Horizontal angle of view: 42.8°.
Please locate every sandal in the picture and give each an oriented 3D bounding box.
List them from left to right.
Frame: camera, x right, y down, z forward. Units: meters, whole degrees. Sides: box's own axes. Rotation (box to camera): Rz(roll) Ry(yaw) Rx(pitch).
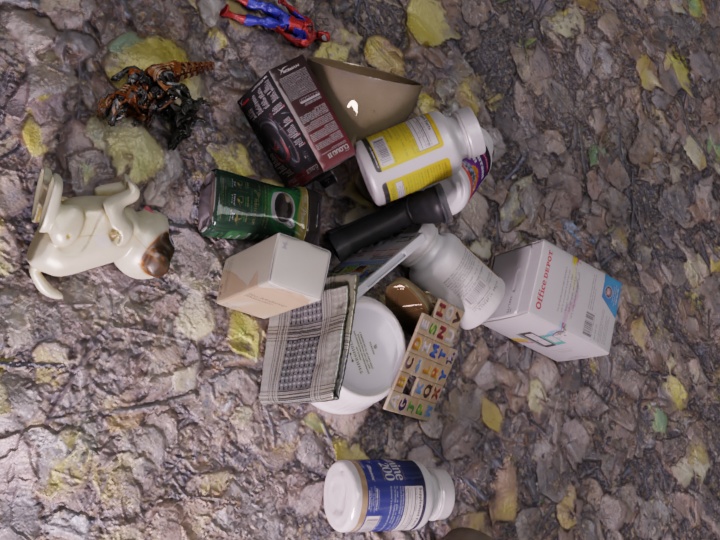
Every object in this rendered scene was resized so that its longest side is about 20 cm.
[{"bbox_3d":[0.079,-0.141,1.639,0.199,0.054,0.081,27,67,-23],"label":"sandal"}]

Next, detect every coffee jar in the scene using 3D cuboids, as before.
[{"bbox_3d":[-0.156,-0.093,1.473,0.198,0.085,0.106,10,72,-27],"label":"coffee jar"}]

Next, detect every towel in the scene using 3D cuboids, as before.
[{"bbox_3d":[-0.084,0.104,1.413,0.034,0.192,0.202,23,68,-36],"label":"towel"}]

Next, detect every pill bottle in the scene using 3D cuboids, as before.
[{"bbox_3d":[0.049,0.362,1.480,0.198,0.111,0.112,7,76,-29],"label":"pill bottle"},{"bbox_3d":[0.097,-0.191,1.491,0.198,0.111,0.112,-22,90,-2],"label":"pill bottle"},{"bbox_3d":[0.150,0.000,1.615,0.200,0.114,0.115,41,62,-17],"label":"pill bottle"},{"bbox_3d":[0.172,-0.188,1.648,0.112,0.111,0.200,52,38,-10],"label":"pill bottle"}]

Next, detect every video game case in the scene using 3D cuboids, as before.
[{"bbox_3d":[0.000,0.000,1.511,0.200,0.143,0.018,-39,111,-30],"label":"video game case"}]

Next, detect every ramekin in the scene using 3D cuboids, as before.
[{"bbox_3d":[-0.013,0.132,1.503,0.200,0.094,0.205,7,76,-29],"label":"ramekin"}]

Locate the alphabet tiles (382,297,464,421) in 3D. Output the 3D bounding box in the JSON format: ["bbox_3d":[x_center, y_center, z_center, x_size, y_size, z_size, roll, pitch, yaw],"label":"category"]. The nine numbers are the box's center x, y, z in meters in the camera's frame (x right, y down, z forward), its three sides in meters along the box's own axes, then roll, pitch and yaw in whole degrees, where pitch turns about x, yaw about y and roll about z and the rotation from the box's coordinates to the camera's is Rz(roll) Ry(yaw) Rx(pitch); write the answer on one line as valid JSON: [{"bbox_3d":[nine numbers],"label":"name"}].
[{"bbox_3d":[0.116,0.150,1.540,0.167,0.007,0.202,27,85,-56],"label":"alphabet tiles"}]

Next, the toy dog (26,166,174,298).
[{"bbox_3d":[-0.363,-0.047,1.315,0.198,0.139,0.196,11,87,-28],"label":"toy dog"}]

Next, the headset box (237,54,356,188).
[{"bbox_3d":[-0.101,-0.225,1.497,0.075,0.148,0.201,-32,95,-28],"label":"headset box"}]

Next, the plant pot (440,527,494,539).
[{"bbox_3d":[0.159,0.521,1.480,0.201,0.199,0.174,52,44,-11],"label":"plant pot"}]

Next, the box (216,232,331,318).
[{"bbox_3d":[-0.135,0.011,1.395,0.094,0.199,0.079,20,70,-25],"label":"box"}]

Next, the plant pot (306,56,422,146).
[{"bbox_3d":[-0.006,-0.273,1.559,0.198,0.200,0.136,3,109,-30],"label":"plant pot"}]

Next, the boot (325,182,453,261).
[{"bbox_3d":[0.043,-0.077,1.498,0.198,0.165,0.066,-20,93,-2],"label":"boot"}]

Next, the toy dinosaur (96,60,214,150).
[{"bbox_3d":[-0.307,-0.277,1.426,0.200,0.102,0.136,-41,84,-9],"label":"toy dinosaur"}]

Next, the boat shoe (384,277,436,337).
[{"bbox_3d":[0.098,0.069,1.574,0.200,0.071,0.065,56,33,-43],"label":"boat shoe"}]

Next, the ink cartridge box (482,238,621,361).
[{"bbox_3d":[0.352,0.060,1.702,0.199,0.146,0.148,26,68,-23],"label":"ink cartridge box"}]

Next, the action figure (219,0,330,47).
[{"bbox_3d":[-0.140,-0.432,1.581,0.198,0.052,0.066,14,69,-30],"label":"action figure"}]
